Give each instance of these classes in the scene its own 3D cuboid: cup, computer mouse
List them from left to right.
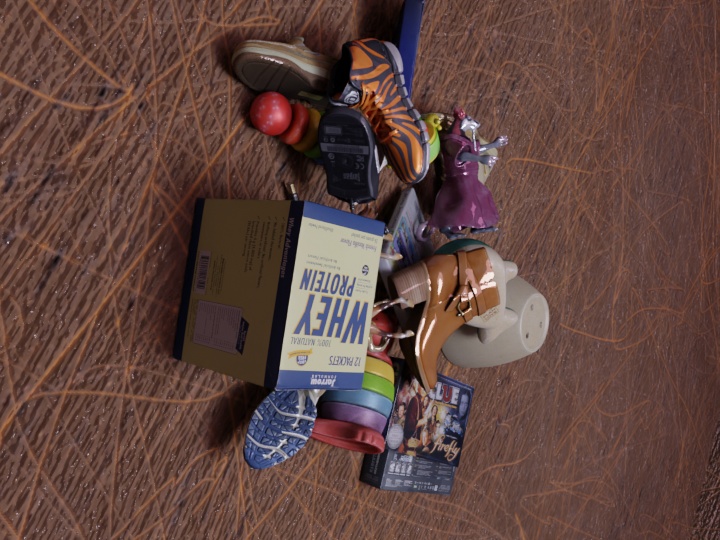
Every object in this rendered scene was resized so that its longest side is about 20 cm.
[{"bbox_3d":[-0.036,-0.128,0.914,0.046,0.138,0.202,-65,151,-47],"label":"computer mouse"},{"bbox_3d":[0.250,0.084,1.244,0.199,0.142,0.203,-7,99,-46],"label":"cup"}]

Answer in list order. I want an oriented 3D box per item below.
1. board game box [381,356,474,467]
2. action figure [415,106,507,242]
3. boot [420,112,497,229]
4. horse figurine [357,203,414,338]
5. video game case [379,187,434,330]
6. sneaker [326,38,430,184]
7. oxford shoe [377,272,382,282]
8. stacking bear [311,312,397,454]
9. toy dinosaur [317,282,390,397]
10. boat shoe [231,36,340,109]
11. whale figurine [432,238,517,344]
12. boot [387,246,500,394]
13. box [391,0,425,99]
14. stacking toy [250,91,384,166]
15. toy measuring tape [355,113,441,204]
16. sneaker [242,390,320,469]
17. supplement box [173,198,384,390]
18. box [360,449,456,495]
[{"bbox_3d":[0.103,0.229,1.110,0.199,0.034,0.137,26,73,-43],"label":"board game box"},{"bbox_3d":[0.157,-0.155,1.094,0.134,0.147,0.203,-16,97,-65],"label":"action figure"},{"bbox_3d":[0.152,-0.163,1.165,0.199,0.072,0.158,23,79,-48],"label":"boot"},{"bbox_3d":[-0.004,0.022,0.887,0.131,0.050,0.203,-11,87,-16],"label":"horse figurine"},{"bbox_3d":[0.083,0.003,1.091,0.183,0.022,0.202,-66,143,-47],"label":"video game case"},{"bbox_3d":[0.016,-0.204,0.906,0.111,0.077,0.202,-13,81,-43],"label":"sneaker"},{"bbox_3d":[0.000,0.000,1.014,0.199,0.073,0.072,-15,105,-45],"label":"oxford shoe"},{"bbox_3d":[0.001,0.153,1.014,0.114,0.120,0.202,55,44,-60],"label":"stacking bear"},{"bbox_3d":[-0.015,0.076,0.940,0.100,0.058,0.203,19,77,-31],"label":"toy dinosaur"},{"bbox_3d":[-0.088,-0.268,0.906,0.199,0.071,0.077,6,70,-51],"label":"boat shoe"},{"bbox_3d":[0.178,0.031,1.115,0.159,0.104,0.200,-39,128,5],"label":"whale figurine"},{"bbox_3d":[0.132,0.072,1.007,0.153,0.074,0.202,-18,113,-13],"label":"boot"},{"bbox_3d":[0.063,-0.318,1.022,0.032,0.121,0.203,10,87,-5],"label":"box"},{"bbox_3d":[-0.062,-0.181,0.931,0.198,0.085,0.087,15,84,-41],"label":"stacking toy"},{"bbox_3d":[0.064,-0.166,1.047,0.200,0.073,0.074,-49,127,-21],"label":"toy measuring tape"},{"bbox_3d":[-0.094,0.181,0.918,0.077,0.085,0.201,35,52,-2],"label":"sneaker"},{"bbox_3d":[-0.098,0.025,0.820,0.133,0.198,0.203,10,87,-47],"label":"supplement box"},{"bbox_3d":[0.096,0.288,1.168,0.199,0.051,0.160,21,79,-45],"label":"box"}]
